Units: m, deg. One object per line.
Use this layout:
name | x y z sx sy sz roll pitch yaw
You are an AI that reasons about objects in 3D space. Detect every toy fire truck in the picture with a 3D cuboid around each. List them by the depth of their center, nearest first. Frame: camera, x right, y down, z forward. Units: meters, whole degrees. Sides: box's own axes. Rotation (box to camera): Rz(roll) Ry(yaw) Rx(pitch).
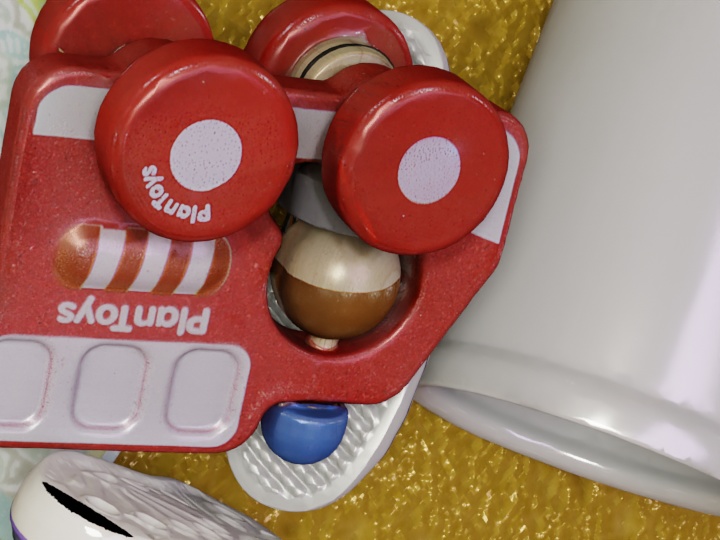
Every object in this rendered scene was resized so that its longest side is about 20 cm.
toy fire truck | -0.043 -0.010 0.786 0.199 0.112 0.168 4 112 -27

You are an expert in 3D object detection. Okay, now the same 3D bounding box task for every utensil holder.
utensil holder | 0.128 -0.014 0.942 0.170 0.170 0.201 27 77 -37

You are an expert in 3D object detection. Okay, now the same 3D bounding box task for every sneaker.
sneaker | -0.099 0.149 0.795 0.147 0.080 0.200 -60 166 -1
sneaker | 0.000 0.000 0.883 0.079 0.078 0.201 34 71 -80

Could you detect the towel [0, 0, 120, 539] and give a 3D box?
towel | -0.141 -0.008 0.808 0.200 0.048 0.171 46 66 -33
